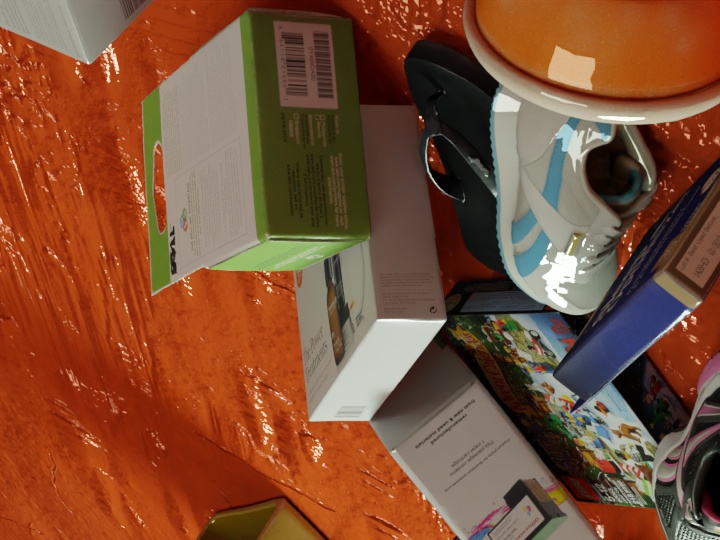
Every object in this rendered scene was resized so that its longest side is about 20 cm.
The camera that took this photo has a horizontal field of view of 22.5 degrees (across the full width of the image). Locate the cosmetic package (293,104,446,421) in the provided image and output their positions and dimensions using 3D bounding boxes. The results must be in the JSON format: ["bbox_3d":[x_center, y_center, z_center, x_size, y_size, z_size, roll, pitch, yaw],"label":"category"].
[{"bbox_3d":[0.000,0.000,1.228,0.051,0.152,0.200,1,156,-15],"label":"cosmetic package"}]

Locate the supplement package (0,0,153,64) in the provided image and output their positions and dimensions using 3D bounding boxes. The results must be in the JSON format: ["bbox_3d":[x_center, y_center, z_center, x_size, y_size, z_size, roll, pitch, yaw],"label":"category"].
[{"bbox_3d":[-0.229,-0.237,1.178,0.199,0.114,0.110,25,149,27],"label":"supplement package"}]

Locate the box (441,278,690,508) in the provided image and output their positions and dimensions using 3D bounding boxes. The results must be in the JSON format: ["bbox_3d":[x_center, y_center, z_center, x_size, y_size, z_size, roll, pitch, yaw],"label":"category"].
[{"bbox_3d":[0.156,0.089,1.284,0.136,0.038,0.200,-5,130,53],"label":"box"}]

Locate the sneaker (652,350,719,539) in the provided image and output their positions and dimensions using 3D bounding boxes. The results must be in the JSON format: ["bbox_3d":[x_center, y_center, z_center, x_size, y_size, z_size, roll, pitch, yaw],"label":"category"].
[{"bbox_3d":[0.230,0.139,1.175,0.080,0.087,0.201,9,140,9],"label":"sneaker"}]

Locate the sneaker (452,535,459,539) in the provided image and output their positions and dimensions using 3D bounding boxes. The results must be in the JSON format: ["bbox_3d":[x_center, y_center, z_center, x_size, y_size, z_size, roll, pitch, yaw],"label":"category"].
[{"bbox_3d":[0.120,0.285,1.595,0.098,0.071,0.201,31,156,30],"label":"sneaker"}]

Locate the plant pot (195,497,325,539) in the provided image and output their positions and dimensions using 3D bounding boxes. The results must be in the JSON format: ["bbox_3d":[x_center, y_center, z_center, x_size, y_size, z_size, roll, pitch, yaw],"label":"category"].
[{"bbox_3d":[-0.093,0.381,1.883,0.200,0.195,0.195,40,153,-15],"label":"plant pot"}]

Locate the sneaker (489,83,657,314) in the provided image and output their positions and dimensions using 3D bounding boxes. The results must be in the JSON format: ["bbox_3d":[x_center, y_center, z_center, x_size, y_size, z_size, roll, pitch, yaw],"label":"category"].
[{"bbox_3d":[0.131,-0.038,1.077,0.081,0.077,0.200,27,151,32],"label":"sneaker"}]

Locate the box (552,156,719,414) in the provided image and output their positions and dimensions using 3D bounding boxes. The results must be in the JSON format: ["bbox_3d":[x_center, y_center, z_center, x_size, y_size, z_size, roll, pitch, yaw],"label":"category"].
[{"bbox_3d":[0.172,0.004,1.043,0.032,0.121,0.200,36,153,3],"label":"box"}]

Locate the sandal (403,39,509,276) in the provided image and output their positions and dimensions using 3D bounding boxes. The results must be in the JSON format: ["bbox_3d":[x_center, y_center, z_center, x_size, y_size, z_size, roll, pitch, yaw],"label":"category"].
[{"bbox_3d":[0.074,-0.061,1.150,0.076,0.043,0.201,16,146,36],"label":"sandal"}]

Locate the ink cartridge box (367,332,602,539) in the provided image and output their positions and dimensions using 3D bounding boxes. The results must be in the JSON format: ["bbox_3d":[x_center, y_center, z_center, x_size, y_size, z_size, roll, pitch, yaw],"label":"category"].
[{"bbox_3d":[0.087,0.148,1.351,0.200,0.084,0.145,52,180,-25],"label":"ink cartridge box"}]

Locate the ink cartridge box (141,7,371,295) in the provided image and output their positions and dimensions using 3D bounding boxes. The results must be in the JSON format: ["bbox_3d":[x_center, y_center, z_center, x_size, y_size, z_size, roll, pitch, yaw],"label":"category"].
[{"bbox_3d":[-0.076,-0.072,1.201,0.075,0.149,0.200,0,169,-27],"label":"ink cartridge box"}]

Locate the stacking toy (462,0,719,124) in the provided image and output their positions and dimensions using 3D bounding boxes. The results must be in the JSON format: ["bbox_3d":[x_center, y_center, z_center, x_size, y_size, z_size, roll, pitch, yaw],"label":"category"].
[{"bbox_3d":[0.127,-0.182,0.840,0.146,0.146,0.201,26,135,23],"label":"stacking toy"}]
